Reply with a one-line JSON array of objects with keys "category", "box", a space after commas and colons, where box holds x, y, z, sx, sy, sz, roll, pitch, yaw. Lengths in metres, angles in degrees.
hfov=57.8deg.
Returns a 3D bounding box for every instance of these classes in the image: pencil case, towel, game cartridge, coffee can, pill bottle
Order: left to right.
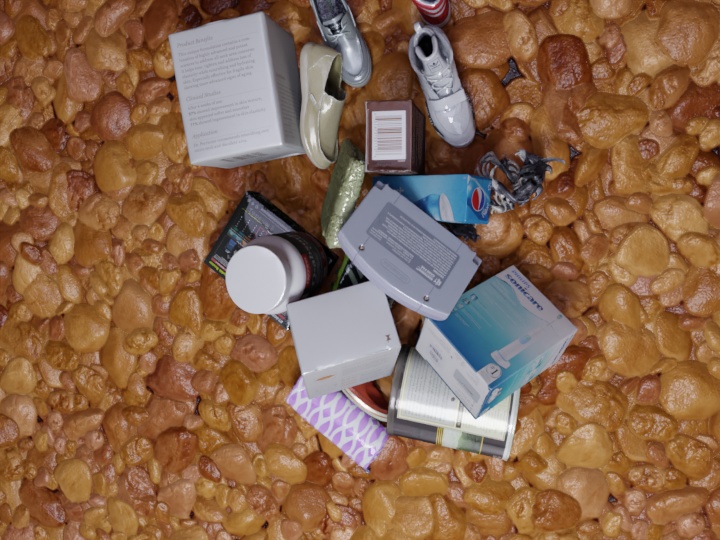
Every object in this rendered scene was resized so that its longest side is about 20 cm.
[{"category": "pill bottle", "box": [-0.126, 0.003, 1.004, 0.112, 0.200, 0.120, 1, 97, 12]}, {"category": "pencil case", "box": [-0.037, 0.253, 1.133, 0.199, 0.085, 0.085, 40, 106, 5]}, {"category": "towel", "box": [-0.028, -0.126, 1.041, 0.035, 0.201, 0.152, 15, 105, -10]}, {"category": "game cartridge", "box": [0.068, -0.025, 0.949, 0.198, 0.041, 0.134, 38, 60, 3]}, {"category": "coffee can", "box": [0.151, 0.211, 1.056, 0.194, 0.146, 0.151, 9, 98, 11]}]

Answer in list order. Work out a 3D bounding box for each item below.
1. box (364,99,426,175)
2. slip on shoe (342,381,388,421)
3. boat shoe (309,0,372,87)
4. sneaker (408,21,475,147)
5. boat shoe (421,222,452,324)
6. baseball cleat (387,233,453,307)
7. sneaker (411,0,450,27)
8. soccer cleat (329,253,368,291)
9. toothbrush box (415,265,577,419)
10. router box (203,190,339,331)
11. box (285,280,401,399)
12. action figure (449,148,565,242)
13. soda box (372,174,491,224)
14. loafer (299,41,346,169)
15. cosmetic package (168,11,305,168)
[{"category": "box", "box": [0.058, -0.200, 1.009, 0.073, 0.200, 0.104, 1, 96, 13]}, {"category": "slip on shoe", "box": [-0.009, 0.177, 1.129, 0.061, 0.074, 0.201, -42, 81, 10]}, {"category": "boat shoe", "box": [-0.041, -0.403, 1.077, 0.069, 0.071, 0.206, -23, 91, 13]}, {"category": "sneaker", "box": [0.125, -0.293, 1.029, 0.073, 0.115, 0.205, -20, 91, 13]}, {"category": "boat shoe", "box": [0.140, 0.022, 1.081, 0.071, 0.064, 0.207, -4, 91, 45]}, {"category": "baseball cleat", "box": [0.076, -0.007, 1.059, 0.196, 0.069, 0.110, -18, 74, 33]}, {"category": "sneaker", "box": [0.082, -0.487, 1.020, 0.070, 0.112, 0.204, -29, 89, 13]}, {"category": "soccer cleat", "box": [0.000, 0.000, 1.114, 0.079, 0.068, 0.205, 21, 99, -4]}, {"category": "toothbrush box", "box": [0.205, 0.102, 0.987, 0.147, 0.197, 0.086, 47, 147, 27]}, {"category": "router box", "box": [-0.156, -0.018, 1.144, 0.198, 0.062, 0.151, 38, 101, 6]}, {"category": "box", "box": [-0.027, 0.111, 1.010, 0.148, 0.201, 0.109, -14, 70, -8]}, {"category": "action figure", "box": [0.220, -0.134, 1.026, 0.199, 0.119, 0.103, -39, 92, 19]}, {"category": "soda box", "box": [0.106, -0.111, 1.017, 0.197, 0.063, 0.070, 7, 95, 47]}, {"category": "loafer", "box": [-0.058, -0.269, 1.075, 0.067, 0.075, 0.206, 6, 112, 28]}, {"category": "cosmetic package", "box": [-0.192, -0.286, 1.073, 0.162, 0.166, 0.207, -7, 95, 12]}]
